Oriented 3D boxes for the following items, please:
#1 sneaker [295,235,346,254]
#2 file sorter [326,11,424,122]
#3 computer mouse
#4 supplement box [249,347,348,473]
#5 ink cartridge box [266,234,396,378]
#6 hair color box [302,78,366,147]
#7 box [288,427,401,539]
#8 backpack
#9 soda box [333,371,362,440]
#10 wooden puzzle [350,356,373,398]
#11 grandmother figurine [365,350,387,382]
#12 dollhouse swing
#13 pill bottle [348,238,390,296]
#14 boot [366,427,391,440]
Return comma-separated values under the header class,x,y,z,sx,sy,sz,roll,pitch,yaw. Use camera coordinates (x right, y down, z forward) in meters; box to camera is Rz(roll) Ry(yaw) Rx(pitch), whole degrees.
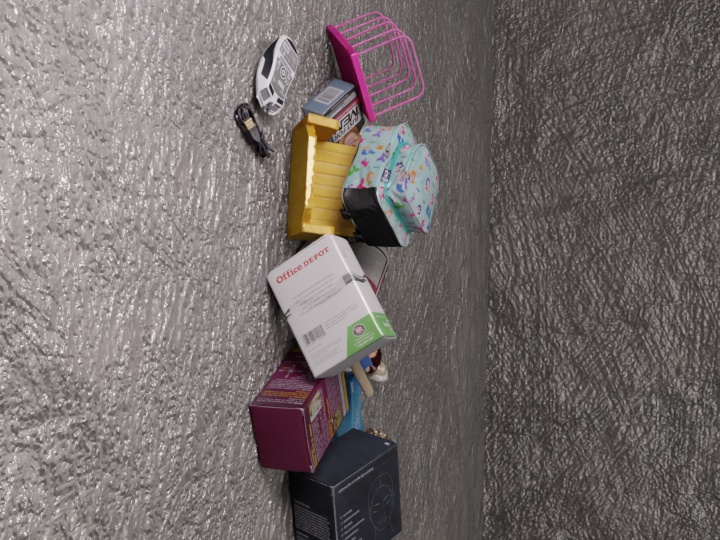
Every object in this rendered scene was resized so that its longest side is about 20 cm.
class,x,y,z,sx,sy,sz,roll,pitch,yaw
sneaker,-0.055,-0.048,1.540,0.201,0.086,0.076,-67,152,-47
file sorter,0.030,-0.411,1.553,0.201,0.124,0.140,-117,-174,-55
computer mouse,-0.153,-0.297,1.303,0.110,0.043,0.202,51,49,-56
supplement box,-0.103,0.243,1.402,0.200,0.102,0.133,-53,140,-61
ink cartridge box,-0.050,0.061,1.355,0.202,0.145,0.084,63,16,15
hair color box,-0.038,-0.262,1.561,0.099,0.060,0.201,-46,142,-25
box,-0.026,0.447,1.535,0.199,0.123,0.199,-20,114,-47
backpack,0.057,-0.164,1.425,0.178,0.149,0.202,56,37,-51
soda box,-0.037,0.316,1.657,0.064,0.067,0.203,-31,121,-67
wooden puzzle,-0.032,0.126,1.537,0.201,0.046,0.186,57,-7,39
grandmother figurine,0.026,0.190,1.851,0.122,0.060,0.201,-59,144,-39
dollhouse swing,-0.035,-0.155,1.422,0.182,0.174,0.203,172,-78,-72
pill bottle,0.000,0.000,1.674,0.201,0.108,0.110,-69,153,-44
boot,0.040,0.486,1.905,0.201,0.072,0.152,60,36,-48
